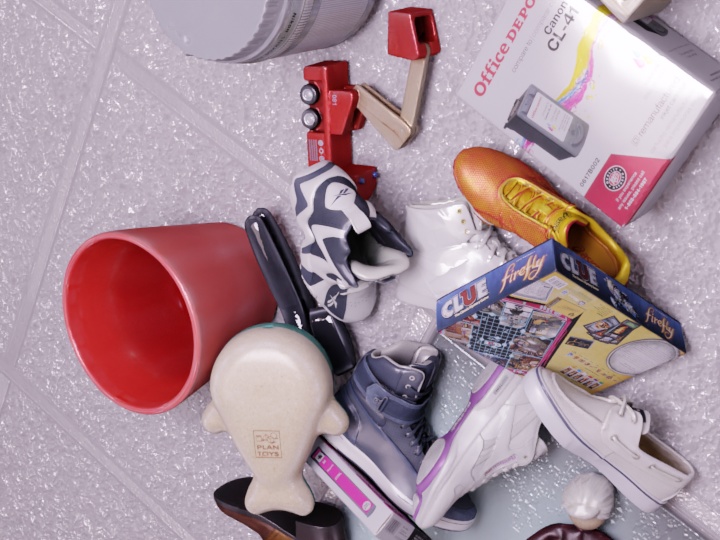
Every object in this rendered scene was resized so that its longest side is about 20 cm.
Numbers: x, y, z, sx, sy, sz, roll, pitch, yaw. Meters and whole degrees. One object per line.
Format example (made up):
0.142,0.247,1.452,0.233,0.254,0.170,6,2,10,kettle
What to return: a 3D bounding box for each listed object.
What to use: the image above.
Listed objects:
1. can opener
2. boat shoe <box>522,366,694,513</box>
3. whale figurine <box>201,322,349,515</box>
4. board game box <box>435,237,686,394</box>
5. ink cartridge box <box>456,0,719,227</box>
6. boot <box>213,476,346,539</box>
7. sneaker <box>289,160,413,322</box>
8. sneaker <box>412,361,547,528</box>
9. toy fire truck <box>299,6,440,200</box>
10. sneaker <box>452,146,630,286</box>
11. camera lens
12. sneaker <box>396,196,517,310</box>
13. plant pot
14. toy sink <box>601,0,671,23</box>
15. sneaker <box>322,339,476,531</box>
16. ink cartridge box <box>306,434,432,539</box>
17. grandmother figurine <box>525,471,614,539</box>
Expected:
-0.072,0.025,1.297,0.078,0.063,0.202,-25,96,12,can opener
0.234,0.145,1.100,0.200,0.071,0.070,42,115,-18,boat shoe
-0.086,0.152,1.244,0.156,0.104,0.204,-2,104,10,whale figurine
0.181,0.051,1.073,0.135,0.199,0.035,-30,47,35,board game box
0.204,-0.160,1.046,0.199,0.085,0.149,39,122,16,ink cartridge box
-0.091,0.357,1.431,0.185,0.068,0.203,9,117,23,boot
0.000,0.000,1.180,0.130,0.079,0.202,46,152,44,sneaker
0.127,0.182,1.179,0.099,0.075,0.201,34,97,-7,sneaker
0.010,-0.159,1.195,0.139,0.049,0.204,7,110,29,toy fire truck
0.171,-0.053,1.097,0.199,0.077,0.073,37,77,10,sneaker
-0.086,-0.283,1.125,0.158,0.199,0.163,10,110,30,camera lens
0.126,-0.015,1.150,0.197,0.073,0.118,10,107,25,sneaker
-0.197,0.034,1.310,0.198,0.176,0.204,11,111,32,plant pot
0.247,-0.320,0.950,0.131,0.112,0.200,49,124,10,toy sink
0.066,0.167,1.245,0.201,0.077,0.147,38,114,6,sneaker
-0.011,0.229,1.284,0.037,0.095,0.199,-50,48,-4,ink cartridge box
0.216,0.297,1.202,0.119,0.061,0.204,8,109,1,grandmother figurine
